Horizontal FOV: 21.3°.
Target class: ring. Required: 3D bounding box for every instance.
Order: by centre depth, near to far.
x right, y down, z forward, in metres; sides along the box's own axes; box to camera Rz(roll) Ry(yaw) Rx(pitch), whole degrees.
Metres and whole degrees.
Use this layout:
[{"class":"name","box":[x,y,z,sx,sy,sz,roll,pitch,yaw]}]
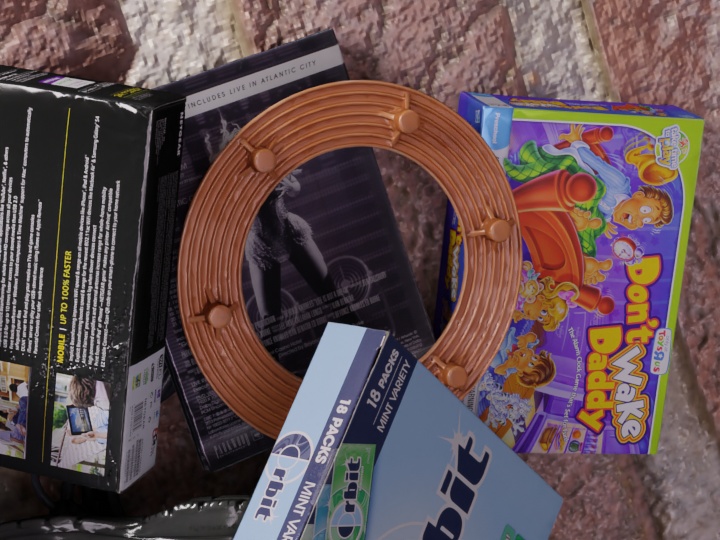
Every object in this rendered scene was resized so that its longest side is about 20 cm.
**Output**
[{"class":"ring","box":[0.000,0.000,1.011,0.199,0.019,0.202,-4,101,-22]}]

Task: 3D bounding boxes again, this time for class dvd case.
[{"class":"dvd case","box":[-0.049,-0.012,1.025,0.148,0.016,0.201,-21,98,-22]}]

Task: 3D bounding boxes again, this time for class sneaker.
[{"class":"sneaker","box":[-0.127,0.167,0.987,0.199,0.076,0.091,-7,82,14]}]

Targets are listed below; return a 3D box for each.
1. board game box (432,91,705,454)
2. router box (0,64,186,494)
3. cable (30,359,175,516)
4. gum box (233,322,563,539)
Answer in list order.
[{"class":"board game box","box":[0.115,0.004,1.095,0.134,0.045,0.201,1,105,-16]},{"class":"router box","box":[-0.172,0.000,0.977,0.148,0.051,0.201,11,104,15]},{"class":"cable","box":[-0.072,0.103,1.069,0.200,0.051,0.163,-40,112,-2]},{"class":"gum box","box":[0.017,0.150,0.993,0.200,0.044,0.170,44,63,-46]}]
